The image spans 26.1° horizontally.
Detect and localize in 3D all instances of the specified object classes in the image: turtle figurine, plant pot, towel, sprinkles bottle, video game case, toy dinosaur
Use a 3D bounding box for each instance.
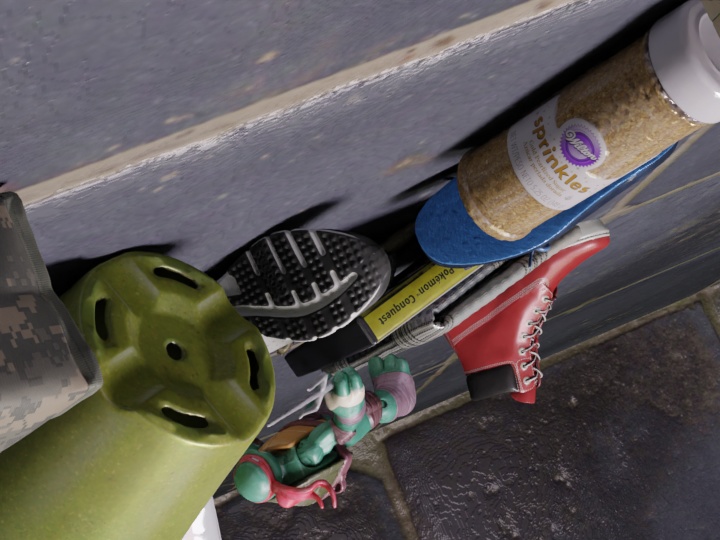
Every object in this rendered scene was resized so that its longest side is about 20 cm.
[{"bbox_3d":[-0.045,0.113,1.078,0.149,0.102,0.200,-7,-175,29],"label":"turtle figurine"},{"bbox_3d":[-0.152,0.094,0.913,0.200,0.201,0.184,-12,154,-51],"label":"plant pot"},{"bbox_3d":[0.079,0.018,1.257,0.200,0.035,0.192,-37,-177,-32],"label":"towel"},{"bbox_3d":[0.145,-0.086,0.940,0.068,0.069,0.200,-14,167,-44],"label":"sprinkles bottle"},{"bbox_3d":[0.042,0.011,1.175,0.180,0.026,0.200,-36,-179,-20],"label":"video game case"},{"bbox_3d":[0.000,0.000,1.150,0.199,0.048,0.088,-31,176,18],"label":"toy dinosaur"}]

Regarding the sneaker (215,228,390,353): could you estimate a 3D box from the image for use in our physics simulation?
[{"bbox_3d":[-0.057,0.017,1.041,0.199,0.074,0.080,-20,178,34],"label":"sneaker"}]

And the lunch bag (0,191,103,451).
[{"bbox_3d":[-0.239,0.060,0.663,0.200,0.118,0.164,-36,167,33],"label":"lunch bag"}]

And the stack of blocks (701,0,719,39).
[{"bbox_3d":[0.252,-0.176,0.736,0.114,0.059,0.200,-21,170,-16],"label":"stack of blocks"}]

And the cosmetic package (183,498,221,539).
[{"bbox_3d":[-0.205,0.225,1.116,0.164,0.166,0.200,-18,-159,-27],"label":"cosmetic package"}]

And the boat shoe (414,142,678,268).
[{"bbox_3d":[0.133,-0.053,1.063,0.199,0.085,0.069,-22,174,2],"label":"boat shoe"}]

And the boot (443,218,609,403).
[{"bbox_3d":[0.176,0.046,1.518,0.199,0.145,0.072,-29,167,24],"label":"boot"}]
